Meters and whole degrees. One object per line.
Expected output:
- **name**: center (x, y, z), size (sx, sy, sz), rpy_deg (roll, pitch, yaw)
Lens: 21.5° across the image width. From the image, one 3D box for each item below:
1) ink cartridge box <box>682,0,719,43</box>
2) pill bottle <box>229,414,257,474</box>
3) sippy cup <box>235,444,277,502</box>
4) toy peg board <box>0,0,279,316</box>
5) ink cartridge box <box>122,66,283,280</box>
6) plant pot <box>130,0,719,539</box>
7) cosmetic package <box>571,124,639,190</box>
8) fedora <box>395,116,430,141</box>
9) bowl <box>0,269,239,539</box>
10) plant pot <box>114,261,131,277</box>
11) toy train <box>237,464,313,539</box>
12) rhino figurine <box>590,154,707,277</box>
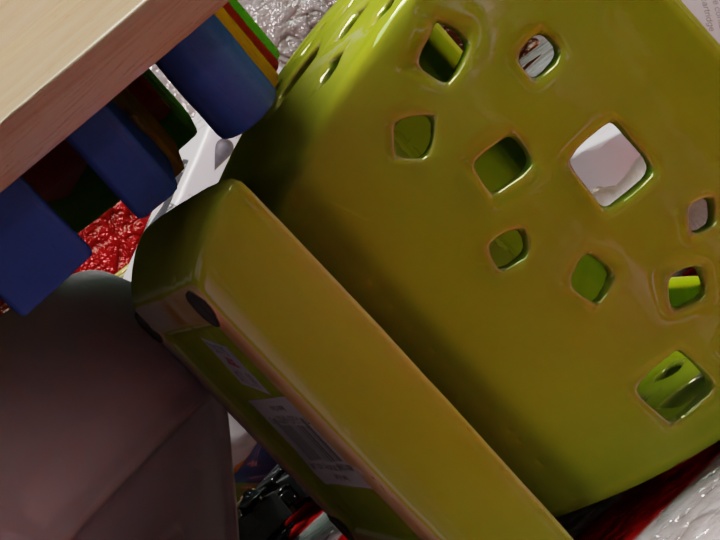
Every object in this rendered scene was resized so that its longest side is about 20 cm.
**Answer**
- **ink cartridge box**: center (0.217, -0.146, 0.918), size (0.199, 0.085, 0.145), rpy_deg (-15, 7, 7)
- **pill bottle**: center (-0.142, 0.112, 0.920), size (0.200, 0.112, 0.112), rpy_deg (-52, -1, 25)
- **sippy cup**: center (-0.065, 0.037, 1.039), size (0.139, 0.178, 0.131), rpy_deg (2, -48, -29)
- **toy peg board**: center (-0.105, -0.046, 0.676), size (0.200, 0.098, 0.199), rpy_deg (-39, 26, 6)
- **ink cartridge box**: center (-0.059, -0.013, 1.192), size (0.201, 0.144, 0.084), rpy_deg (-67, 14, -12)
- **plant pot**: center (0.036, -0.001, 0.685), size (0.181, 0.199, 0.200), rpy_deg (-45, 8, -14)
- **cosmetic package**: center (0.211, -0.102, 1.114), size (0.151, 0.052, 0.200), rpy_deg (-42, 7, -23)
- **fedora**: center (0.000, 0.000, 0.872), size (0.200, 0.092, 0.201), rpy_deg (-22, -11, -4)
- **bowl**: center (-0.107, 0.119, 0.728), size (0.074, 0.201, 0.200), rpy_deg (9, 27, 21)
- **plant pot**: center (-0.157, 0.047, 1.684), size (0.200, 0.142, 0.200), rpy_deg (-37, 5, 4)
- **toy train**: center (-0.065, 0.137, 0.947), size (0.046, 0.034, 0.200), rpy_deg (-36, 4, 43)
- **rhino figurine**: center (0.128, -0.015, 0.879), size (0.200, 0.060, 0.087), rpy_deg (-39, 4, -2)
